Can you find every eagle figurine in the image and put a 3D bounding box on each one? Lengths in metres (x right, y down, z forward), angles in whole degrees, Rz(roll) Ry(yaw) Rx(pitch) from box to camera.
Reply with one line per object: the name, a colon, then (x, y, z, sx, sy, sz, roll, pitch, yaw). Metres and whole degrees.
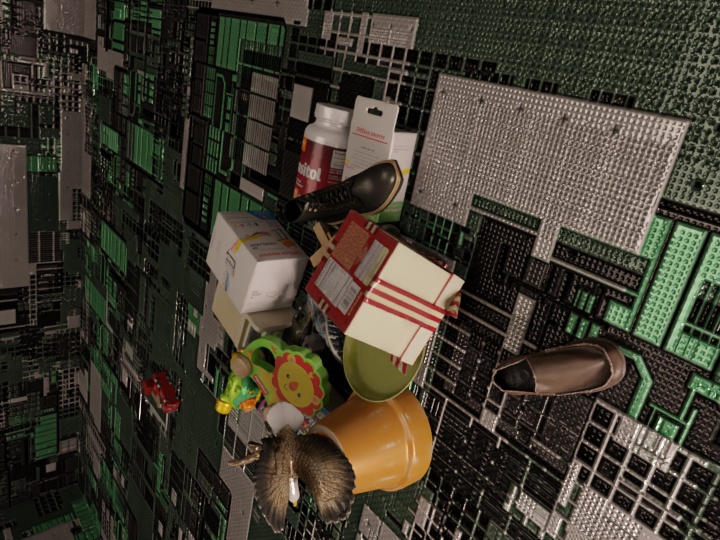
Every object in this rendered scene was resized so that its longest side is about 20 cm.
eagle figurine: (-0.111, 0.327, 0.872, 0.152, 0.152, 0.199, 52, 160, -19)

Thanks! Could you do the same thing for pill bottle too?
pill bottle: (-0.063, -0.215, 1.036, 0.112, 0.112, 0.204, 31, 117, 41)

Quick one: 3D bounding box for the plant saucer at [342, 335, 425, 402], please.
plant saucer: (0.047, 0.141, 0.978, 0.198, 0.031, 0.204, -22, 57, 38)

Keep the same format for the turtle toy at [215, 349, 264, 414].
turtle toy: (-0.269, 0.266, 1.281, 0.200, 0.099, 0.148, -98, 27, -87)

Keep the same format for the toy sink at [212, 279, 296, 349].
toy sink: (-0.251, 0.110, 1.276, 0.200, 0.129, 0.114, 44, 125, 34)

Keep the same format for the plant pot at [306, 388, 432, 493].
plant pot: (0.002, 0.321, 0.980, 0.198, 0.181, 0.205, 8, 101, 47)

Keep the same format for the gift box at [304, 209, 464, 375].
gift box: (0.046, 0.041, 0.862, 0.186, 0.185, 0.200, -55, 39, 10)

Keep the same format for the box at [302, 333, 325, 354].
box: (-0.149, 0.217, 1.241, 0.200, 0.041, 0.039, -50, 60, 40)

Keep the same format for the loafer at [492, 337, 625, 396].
loafer: (0.269, 0.147, 0.743, 0.199, 0.070, 0.074, -28, 75, 46)

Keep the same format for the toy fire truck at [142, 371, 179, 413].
toy fire truck: (-0.713, 0.441, 1.893, 0.201, 0.048, 0.142, 50, 129, 30)

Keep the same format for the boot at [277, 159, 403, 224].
boot: (-0.035, -0.123, 0.898, 0.199, 0.137, 0.079, -30, 76, 42)

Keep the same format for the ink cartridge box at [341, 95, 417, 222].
ink cartridge box: (0.032, -0.202, 0.964, 0.116, 0.067, 0.204, 29, 116, 40)

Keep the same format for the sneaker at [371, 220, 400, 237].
sneaker: (0.000, 0.000, 1.012, 0.106, 0.074, 0.203, 25, 92, 49)

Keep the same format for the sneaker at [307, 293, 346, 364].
sneaker: (-0.059, 0.111, 1.116, 0.203, 0.076, 0.087, 67, 148, 27)

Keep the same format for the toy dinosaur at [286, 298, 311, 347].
toy dinosaur: (-0.130, 0.117, 1.138, 0.089, 0.047, 0.202, -90, 18, -49)

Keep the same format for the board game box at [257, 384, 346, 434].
board game box: (-0.137, 0.305, 1.197, 0.148, 0.064, 0.201, 46, 128, 13)

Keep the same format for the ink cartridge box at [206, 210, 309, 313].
ink cartridge box: (-0.242, -0.024, 1.235, 0.200, 0.145, 0.146, 46, 126, 33)

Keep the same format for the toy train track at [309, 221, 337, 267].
toy train track: (-0.041, -0.010, 1.102, 0.114, 0.032, 0.203, -36, 74, 36)

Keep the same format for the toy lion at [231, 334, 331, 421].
toy lion: (-0.156, 0.218, 1.101, 0.191, 0.068, 0.201, -43, 80, 33)
